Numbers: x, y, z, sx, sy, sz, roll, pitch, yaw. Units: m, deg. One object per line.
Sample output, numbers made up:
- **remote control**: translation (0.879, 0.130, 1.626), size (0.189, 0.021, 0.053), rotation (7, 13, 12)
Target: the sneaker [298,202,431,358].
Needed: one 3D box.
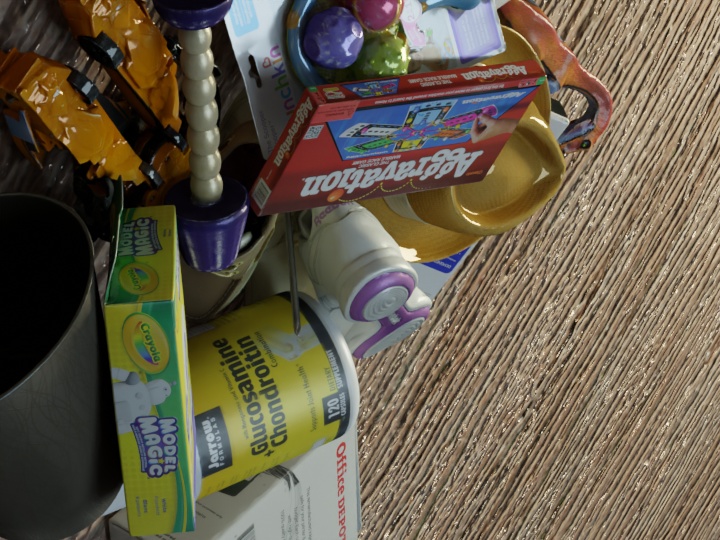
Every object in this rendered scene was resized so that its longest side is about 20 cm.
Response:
- **sneaker**: translation (0.000, 0.000, 1.724), size (0.075, 0.100, 0.200), rotation (-29, 164, -9)

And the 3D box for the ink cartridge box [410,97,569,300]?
- **ink cartridge box**: translation (0.066, -0.065, 1.877), size (0.094, 0.037, 0.200), rotation (21, 118, -30)

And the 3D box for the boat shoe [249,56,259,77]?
- **boat shoe**: translation (-0.020, -0.170, 1.707), size (0.200, 0.071, 0.065), rotation (-2, 80, -58)

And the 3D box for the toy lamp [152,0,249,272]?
- **toy lamp**: translation (-0.100, -0.089, 1.519), size (0.058, 0.058, 0.201), rotation (-36, 138, -40)

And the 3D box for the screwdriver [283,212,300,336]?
- **screwdriver**: translation (-0.054, -0.038, 1.670), size (0.028, 0.029, 0.201), rotation (47, 34, -49)

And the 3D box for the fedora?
- **fedora**: translation (0.085, -0.081, 1.749), size (0.200, 0.082, 0.202), rotation (-24, 129, -35)

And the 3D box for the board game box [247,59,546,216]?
- **board game box**: translation (0.025, -0.088, 1.593), size (0.199, 0.019, 0.103), rotation (-11, 146, -39)

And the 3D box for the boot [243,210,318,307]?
- **boot**: translation (-0.019, -0.044, 1.793), size (0.200, 0.073, 0.156), rotation (-41, 144, -33)

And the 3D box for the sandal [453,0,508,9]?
- **sandal**: translation (0.108, -0.229, 1.705), size (0.059, 0.079, 0.207), rotation (45, 79, -18)

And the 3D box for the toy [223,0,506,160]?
- **toy**: translation (0.013, -0.159, 1.564), size (0.199, 0.047, 0.116), rotation (-28, 113, -29)

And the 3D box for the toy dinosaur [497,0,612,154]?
- **toy dinosaur**: translation (0.133, -0.156, 1.865), size (0.181, 0.200, 0.106), rotation (24, 76, -18)

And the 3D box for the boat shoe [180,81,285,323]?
- **boat shoe**: translation (-0.094, -0.035, 1.633), size (0.067, 0.074, 0.201), rotation (-70, -178, -53)

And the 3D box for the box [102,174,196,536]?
- **box**: translation (-0.131, 0.051, 1.516), size (0.118, 0.048, 0.201), rotation (-96, -179, -58)

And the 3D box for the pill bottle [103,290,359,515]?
- **pill bottle**: translation (-0.109, 0.097, 1.688), size (0.199, 0.112, 0.113), rotation (-22, 135, -25)

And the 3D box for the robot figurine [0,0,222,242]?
- **robot figurine**: translation (-0.157, -0.104, 1.527), size (0.145, 0.058, 0.200), rotation (-55, 150, -14)

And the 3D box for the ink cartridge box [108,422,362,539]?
- **ink cartridge box**: translation (-0.092, 0.199, 1.859), size (0.200, 0.084, 0.147), rotation (-40, 144, -36)

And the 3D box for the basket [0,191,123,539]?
- **basket**: translation (-0.221, 0.076, 1.501), size (0.180, 0.136, 0.200), rotation (-44, 151, -18)
